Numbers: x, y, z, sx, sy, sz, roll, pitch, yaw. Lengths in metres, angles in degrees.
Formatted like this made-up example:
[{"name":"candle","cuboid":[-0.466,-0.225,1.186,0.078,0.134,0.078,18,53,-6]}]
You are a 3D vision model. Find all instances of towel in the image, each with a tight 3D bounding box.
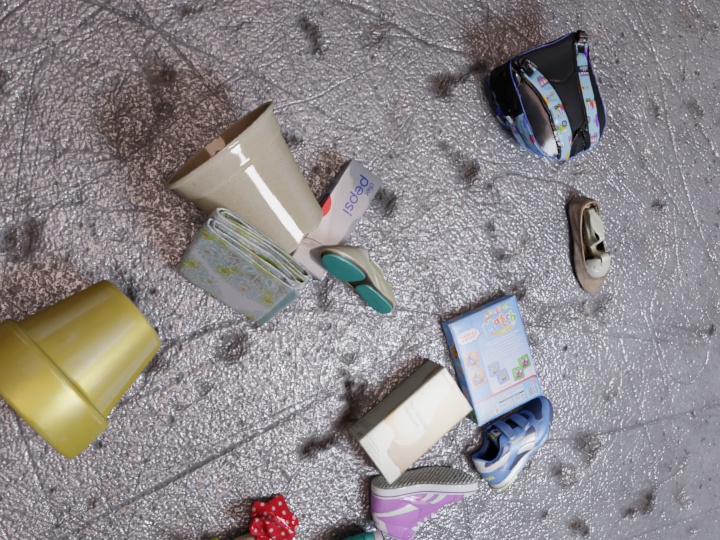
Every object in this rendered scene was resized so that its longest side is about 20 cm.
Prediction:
[{"name":"towel","cuboid":[-0.179,0.001,0.851,0.170,0.200,0.049,36,54,-13]}]

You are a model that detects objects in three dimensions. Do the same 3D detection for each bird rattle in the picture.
[{"name":"bird rattle","cuboid":[-0.186,0.478,0.931,0.198,0.112,0.165,-26,111,-28]}]

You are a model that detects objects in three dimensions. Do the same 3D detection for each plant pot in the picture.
[{"name":"plant pot","cuboid":[-0.395,0.121,0.792,0.189,0.200,0.202,-45,104,-28]},{"name":"plant pot","cuboid":[-0.158,-0.119,0.861,0.200,0.200,0.184,-42,114,-12]}]

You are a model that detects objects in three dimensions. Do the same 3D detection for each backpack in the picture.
[{"name":"backpack","cuboid":[0.343,-0.301,1.029,0.181,0.134,0.203,-26,99,-15]}]

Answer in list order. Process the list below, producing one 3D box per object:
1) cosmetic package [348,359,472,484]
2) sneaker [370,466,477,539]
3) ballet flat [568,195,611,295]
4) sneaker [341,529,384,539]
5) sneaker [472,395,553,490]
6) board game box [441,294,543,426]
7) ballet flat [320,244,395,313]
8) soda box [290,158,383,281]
[{"name":"cosmetic package","cuboid":[0.089,0.264,1.003,0.199,0.071,0.106,-39,102,-12]},{"name":"sneaker","cuboid":[0.115,0.425,1.023,0.197,0.073,0.116,-3,96,-7]},{"name":"ballet flat","cuboid":[0.455,-0.046,1.109,0.067,0.067,0.203,-19,98,-15]},{"name":"sneaker","cuboid":[-0.022,0.550,0.974,0.119,0.084,0.204,1,99,-11]},{"name":"sneaker","cuboid":[0.288,0.313,1.068,0.082,0.074,0.201,42,79,-12]},{"name":"board game box","cuboid":[0.251,0.167,1.069,0.149,0.037,0.203,-20,98,-16]},{"name":"ballet flat","cuboid":[0.000,0.000,0.936,0.070,0.069,0.200,-52,136,-10]},{"name":"soda box","cuboid":[-0.046,-0.084,0.951,0.068,0.063,0.202,34,82,-15]}]
